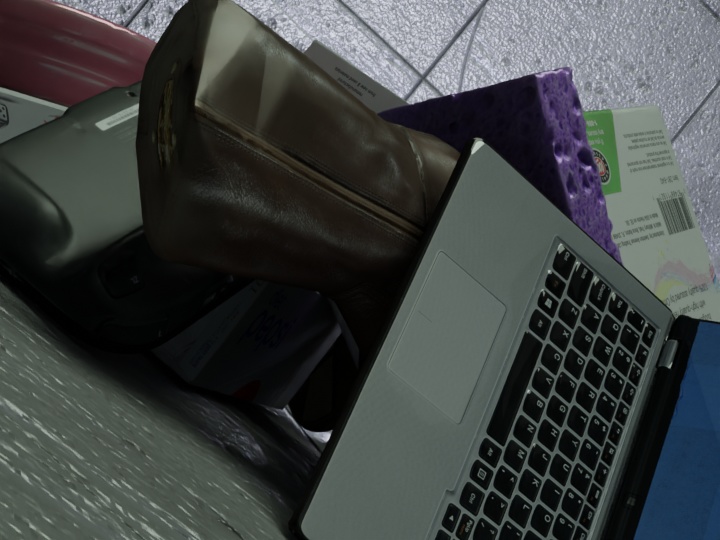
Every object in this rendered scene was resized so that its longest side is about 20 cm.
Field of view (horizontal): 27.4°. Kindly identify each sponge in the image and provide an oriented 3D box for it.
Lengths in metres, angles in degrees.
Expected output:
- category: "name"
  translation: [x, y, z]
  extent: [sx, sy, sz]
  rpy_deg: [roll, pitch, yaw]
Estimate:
- category: "sponge"
  translation: [0.075, 0.013, 0.676]
  extent: [0.111, 0.030, 0.201]
  rpy_deg: [-9, -81, 53]

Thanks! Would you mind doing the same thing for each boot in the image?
- category: "boot"
  translation: [-0.019, 0.013, 0.561]
  extent: [0.064, 0.188, 0.200]
  rpy_deg: [-6, -17, 32]

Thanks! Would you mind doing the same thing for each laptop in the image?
- category: "laptop"
  translation: [0.112, 0.063, 0.541]
  extent: [0.200, 0.188, 0.116]
  rpy_deg: [40, -35, -20]

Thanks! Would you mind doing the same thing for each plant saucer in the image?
- category: "plant saucer"
  translation: [-0.200, -0.118, 0.862]
  extent: [0.199, 0.051, 0.201]
  rpy_deg: [14, -5, 1]

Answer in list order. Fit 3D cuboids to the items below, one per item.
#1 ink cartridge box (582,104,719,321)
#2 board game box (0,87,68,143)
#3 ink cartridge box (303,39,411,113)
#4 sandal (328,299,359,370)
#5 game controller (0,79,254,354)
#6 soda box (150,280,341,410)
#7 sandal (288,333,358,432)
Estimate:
- category: "ink cartridge box"
  translation: [0.128, 0.022, 0.775]
  extent: [0.145, 0.084, 0.201]
  rpy_deg: [-13, 84, -56]
- category: "board game box"
  translation: [-0.120, -0.053, 0.818]
  extent: [0.199, 0.035, 0.126]
  rpy_deg: [17, -5, 3]
- category: "ink cartridge box"
  translation: [-0.022, -0.022, 1.021]
  extent: [0.145, 0.200, 0.145]
  rpy_deg: [40, 1, -43]
- category: "sandal"
  translation: [0.035, 0.056, 0.754]
  extent: [0.079, 0.059, 0.208]
  rpy_deg: [30, 37, -83]
- category: "game controller"
  translation: [-0.076, -0.036, 0.610]
  extent: [0.104, 0.042, 0.200]
  rpy_deg: [32, 33, 14]
- category: "soda box"
  translation: [-0.061, 0.020, 0.732]
  extent: [0.063, 0.068, 0.200]
  rpy_deg: [38, -2, 12]
- category: "sandal"
  translation: [0.000, 0.000, 0.881]
  extent: [0.054, 0.201, 0.082]
  rpy_deg: [23, -32, -31]
